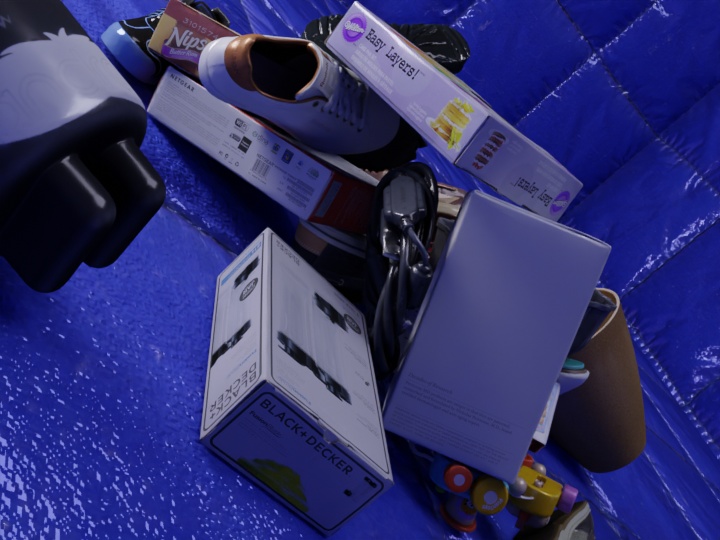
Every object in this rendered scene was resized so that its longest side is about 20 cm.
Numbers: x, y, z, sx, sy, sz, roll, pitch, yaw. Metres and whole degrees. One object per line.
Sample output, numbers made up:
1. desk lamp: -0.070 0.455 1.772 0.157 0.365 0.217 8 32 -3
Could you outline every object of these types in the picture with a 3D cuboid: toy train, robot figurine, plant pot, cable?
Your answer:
1. toy train: 0.103 0.182 0.793 0.198 0.056 0.149 17 8 -46
2. robot figurine: -0.193 -0.088 0.464 0.201 0.124 0.150 50 -8 2
3. plant pot: 0.296 0.157 1.185 0.202 0.184 0.187 59 13 -13
4. cable: 0.031 -0.004 0.764 0.050 0.166 0.201 6 27 -5

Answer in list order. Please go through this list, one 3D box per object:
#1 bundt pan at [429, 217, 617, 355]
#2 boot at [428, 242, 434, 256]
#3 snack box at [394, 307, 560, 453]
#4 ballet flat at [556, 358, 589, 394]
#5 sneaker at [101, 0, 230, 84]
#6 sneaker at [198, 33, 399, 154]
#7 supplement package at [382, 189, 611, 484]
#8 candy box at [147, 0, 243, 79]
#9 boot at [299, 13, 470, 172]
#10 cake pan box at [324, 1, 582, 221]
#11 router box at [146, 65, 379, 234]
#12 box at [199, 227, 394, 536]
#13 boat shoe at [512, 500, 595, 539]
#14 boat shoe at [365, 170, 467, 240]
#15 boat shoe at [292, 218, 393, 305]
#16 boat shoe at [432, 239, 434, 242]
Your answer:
1. bundt pan: 0.152 0.023 0.907 0.199 0.077 0.202 23 12 -5
2. boot: 0.077 -0.023 1.010 0.199 0.144 0.073 31 30 -45
3. snack box: 0.094 0.092 0.848 0.198 0.024 0.072 30 52 -4
4. ballet flat: 0.161 0.110 0.952 0.069 0.070 0.199 38 -14 -34
5. sneaker: -0.189 -0.238 0.898 0.070 0.078 0.200 47 15 -6
6. sneaker: -0.032 -0.145 0.755 0.198 0.074 0.084 10 -5 -37
7. supplement package: 0.107 0.048 0.746 0.118 0.203 0.121 22 6 3
8. candy box: -0.110 -0.196 0.881 0.116 0.057 0.200 32 8 11
9. boot: 0.007 -0.172 0.909 0.196 0.163 0.074 -8 59 -32
10. cake pan box: 0.086 -0.131 0.774 0.199 0.052 0.185 20 26 -52
11. router box: -0.076 -0.108 0.855 0.199 0.049 0.179 34 10 20
12. box: -0.045 0.068 0.620 0.116 0.060 0.201 42 17 -25
13. boat shoe: 0.175 0.256 0.791 0.067 0.071 0.200 64 17 12
14. boat shoe: 0.038 -0.095 1.065 0.197 0.073 0.073 14 57 1
15. boat shoe: 0.000 0.000 0.894 0.074 0.063 0.199 37 9 40
16. boat shoe: 0.111 0.004 1.168 0.201 0.071 0.077 60 43 -49
